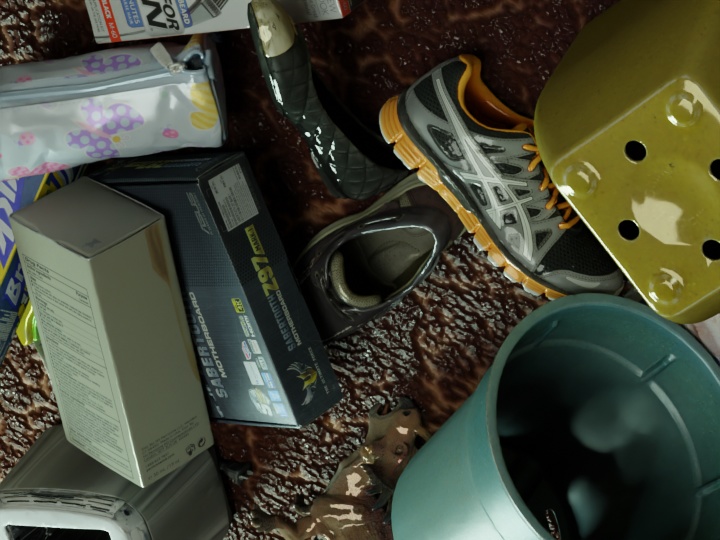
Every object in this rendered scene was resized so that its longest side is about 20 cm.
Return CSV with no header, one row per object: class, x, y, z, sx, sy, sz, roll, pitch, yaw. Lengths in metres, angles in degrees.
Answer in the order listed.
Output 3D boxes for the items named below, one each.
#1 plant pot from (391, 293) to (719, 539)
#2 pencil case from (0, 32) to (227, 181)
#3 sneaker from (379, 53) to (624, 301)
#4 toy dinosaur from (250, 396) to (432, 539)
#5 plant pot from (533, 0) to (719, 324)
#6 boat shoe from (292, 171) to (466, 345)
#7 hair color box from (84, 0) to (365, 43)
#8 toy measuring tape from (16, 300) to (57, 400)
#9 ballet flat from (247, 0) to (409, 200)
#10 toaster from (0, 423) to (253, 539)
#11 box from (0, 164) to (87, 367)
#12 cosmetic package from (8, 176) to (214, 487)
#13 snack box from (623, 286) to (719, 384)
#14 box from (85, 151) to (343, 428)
plant pot,0.127,0.146,1.584,0.200,0.200,0.196,46,143,0
pencil case,-0.188,-0.112,1.637,0.200,0.091,0.083,-10,88,4
sneaker,0.103,-0.058,1.564,0.200,0.078,0.077,44,118,-1
toy dinosaur,0.009,0.203,1.754,0.135,0.086,0.200,-6,118,24
plant pot,0.219,-0.081,1.408,0.195,0.200,0.194,-35,96,36
boat shoe,0.000,0.000,1.655,0.072,0.065,0.200,49,129,-6
hair color box,-0.098,-0.220,1.591,0.200,0.064,0.111,-3,114,29
toy measuring tape,-0.231,0.035,1.780,0.074,0.074,0.200,-28,84,36
ballet flat,-0.026,-0.118,1.575,0.057,0.067,0.200,-21,142,10
toaster,-0.192,0.191,1.824,0.200,0.129,0.114,1,117,28
box,-0.263,-0.032,1.722,0.070,0.064,0.200,24,90,15
cosmetic package,-0.177,0.044,1.702,0.105,0.071,0.200,27,137,42
snack box,0.266,0.066,1.571,0.200,0.024,0.072,42,129,3
box,-0.110,0.014,1.704,0.158,0.051,0.200,2,118,51
